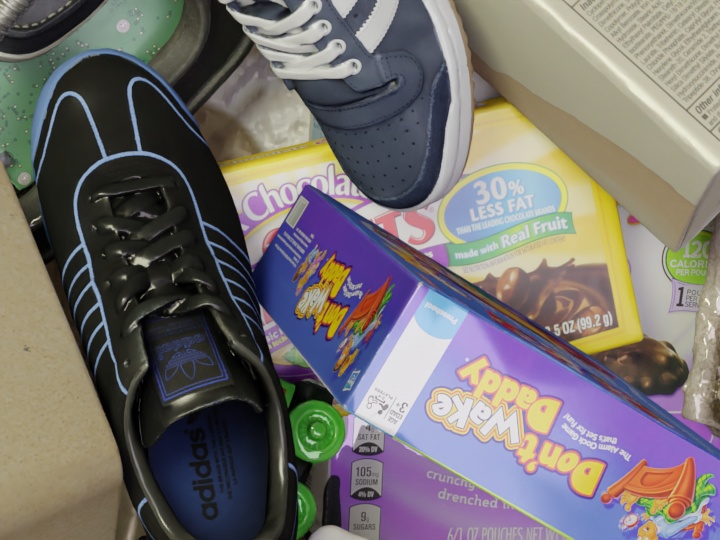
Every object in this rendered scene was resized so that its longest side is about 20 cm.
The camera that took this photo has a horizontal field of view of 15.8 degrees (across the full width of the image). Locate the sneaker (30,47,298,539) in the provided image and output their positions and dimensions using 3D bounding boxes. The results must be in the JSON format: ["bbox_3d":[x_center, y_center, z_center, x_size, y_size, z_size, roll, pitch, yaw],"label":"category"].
[{"bbox_3d":[-0.063,0.013,0.875,0.070,0.078,0.201,-17,82,-11],"label":"sneaker"}]

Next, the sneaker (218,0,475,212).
[{"bbox_3d":[-0.028,-0.100,0.870,0.108,0.070,0.201,-37,117,-49],"label":"sneaker"}]

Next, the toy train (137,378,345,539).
[{"bbox_3d":[-0.062,0.126,0.913,0.056,0.042,0.201,23,76,-9],"label":"toy train"}]

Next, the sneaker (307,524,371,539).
[{"bbox_3d":[0.068,0.139,0.884,0.199,0.077,0.081,8,132,22],"label":"sneaker"}]

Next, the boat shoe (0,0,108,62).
[{"bbox_3d":[-0.083,-0.162,0.936,0.075,0.062,0.200,39,89,-18],"label":"boat shoe"}]

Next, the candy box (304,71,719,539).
[{"bbox_3d":[0.063,0.011,1.028,0.167,0.072,0.201,1,98,-13],"label":"candy box"}]

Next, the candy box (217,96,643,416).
[{"bbox_3d":[0.000,0.000,0.962,0.199,0.026,0.103,-14,98,-9],"label":"candy box"}]

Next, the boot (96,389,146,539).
[{"bbox_3d":[-0.117,0.125,0.999,0.199,0.073,0.156,-6,100,-15],"label":"boot"}]

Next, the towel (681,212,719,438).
[{"bbox_3d":[0.179,-0.024,1.021,0.132,0.034,0.201,16,83,-58],"label":"towel"}]

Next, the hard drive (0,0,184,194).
[{"bbox_3d":[-0.102,-0.139,0.985,0.200,0.038,0.140,-40,105,-7],"label":"hard drive"}]

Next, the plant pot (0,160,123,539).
[{"bbox_3d":[-0.187,0.068,0.884,0.176,0.200,0.200,-15,60,-20],"label":"plant pot"}]

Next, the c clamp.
[{"bbox_3d":[-0.116,-0.082,0.920,0.200,0.027,0.171,-50,144,13],"label":"c clamp"}]

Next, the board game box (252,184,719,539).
[{"bbox_3d":[0.043,0.037,0.860,0.134,0.200,0.045,31,93,-14],"label":"board game box"}]

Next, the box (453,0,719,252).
[{"bbox_3d":[0.077,-0.114,0.933,0.095,0.078,0.200,-41,77,-19],"label":"box"}]
